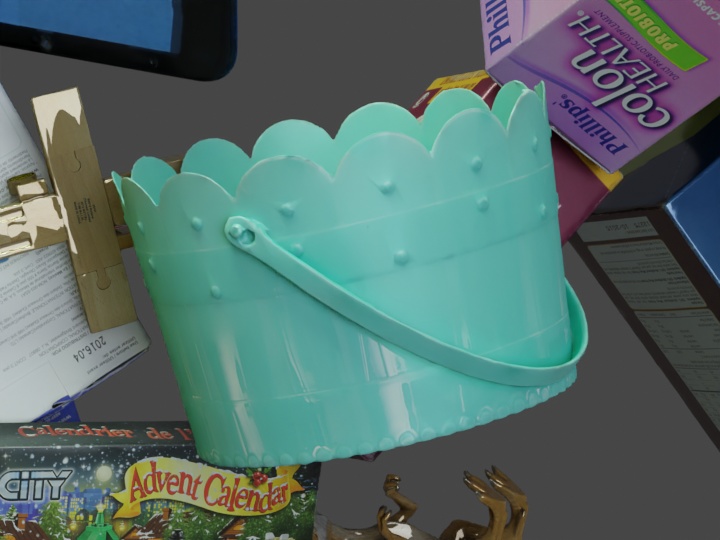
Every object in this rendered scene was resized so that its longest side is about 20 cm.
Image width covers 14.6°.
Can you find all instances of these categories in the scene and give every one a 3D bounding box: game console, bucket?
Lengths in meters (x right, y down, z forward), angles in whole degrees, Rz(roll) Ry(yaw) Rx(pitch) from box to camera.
[{"bbox_3d":[-0.163,-0.170,1.277,0.200,0.171,0.118,10,87,19],"label":"game console"},{"bbox_3d":[0.000,0.000,1.255,0.207,0.207,0.135,-15,98,-20],"label":"bucket"}]

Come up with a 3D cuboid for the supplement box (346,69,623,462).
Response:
[{"bbox_3d":[0.022,-0.004,1.420,0.086,0.110,0.200,46,75,-13],"label":"supplement box"}]

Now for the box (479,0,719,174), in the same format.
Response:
[{"bbox_3d":[0.159,-0.181,1.381,0.097,0.200,0.176,36,32,-29],"label":"box"}]

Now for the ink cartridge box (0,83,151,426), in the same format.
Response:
[{"bbox_3d":[-0.197,0.015,1.356,0.136,0.076,0.200,-33,99,-17],"label":"ink cartridge box"}]

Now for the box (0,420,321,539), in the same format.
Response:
[{"bbox_3d":[-0.123,0.142,1.340,0.200,0.038,0.137,0,106,-23],"label":"box"}]

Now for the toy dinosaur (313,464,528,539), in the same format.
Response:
[{"bbox_3d":[0.052,0.160,1.468,0.200,0.060,0.106,33,103,-12],"label":"toy dinosaur"}]

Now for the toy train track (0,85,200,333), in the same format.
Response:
[{"bbox_3d":[-0.172,-0.019,1.312,0.200,0.033,0.115,-16,102,-15],"label":"toy train track"}]

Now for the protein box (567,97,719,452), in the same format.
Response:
[{"bbox_3d":[0.254,-0.011,1.494,0.199,0.135,0.200,-40,102,-17],"label":"protein box"}]
